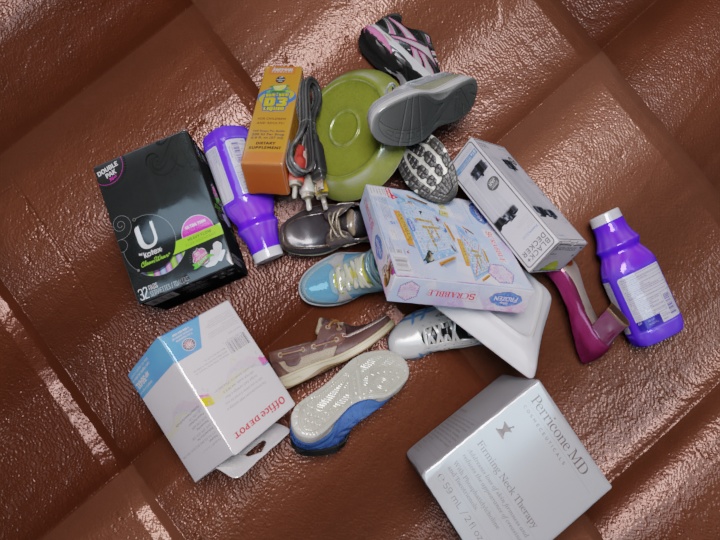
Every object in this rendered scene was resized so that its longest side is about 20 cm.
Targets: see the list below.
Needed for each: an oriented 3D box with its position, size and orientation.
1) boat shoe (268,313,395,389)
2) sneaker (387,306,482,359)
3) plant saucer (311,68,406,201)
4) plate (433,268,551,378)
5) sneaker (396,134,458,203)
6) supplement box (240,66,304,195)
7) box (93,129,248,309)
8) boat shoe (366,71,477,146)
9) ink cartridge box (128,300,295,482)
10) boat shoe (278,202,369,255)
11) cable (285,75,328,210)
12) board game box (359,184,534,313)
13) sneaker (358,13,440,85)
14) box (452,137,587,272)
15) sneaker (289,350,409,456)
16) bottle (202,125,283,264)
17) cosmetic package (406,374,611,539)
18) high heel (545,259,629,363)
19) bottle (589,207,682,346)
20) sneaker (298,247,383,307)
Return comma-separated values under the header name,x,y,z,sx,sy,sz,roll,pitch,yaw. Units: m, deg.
name,x,y,z,sx,sy,sz,roll,pitch,yaw
boat shoe,-0.045,0.103,0.887,0.195,0.072,0.074,-26,86,2
sneaker,0.133,0.085,0.893,0.193,0.073,0.074,-14,85,-2
plant saucer,-0.018,-0.208,0.891,0.194,0.031,0.208,-7,77,31
plate,0.190,0.028,0.857,0.197,0.033,0.201,37,39,1
sneaker,0.084,-0.174,0.895,0.077,0.088,0.201,-46,64,15
supplement box,-0.124,-0.210,0.880,0.064,0.070,0.205,2,55,5
box,-0.270,-0.068,0.869,0.144,0.124,0.206,-21,84,-4
boat shoe,0.080,-0.231,0.828,0.199,0.076,0.064,-30,49,-30
ink cartridge box,-0.197,0.175,0.819,0.125,0.128,0.203,-38,84,39
boat shoe,-0.026,-0.072,0.889,0.194,0.073,0.077,-13,85,-15
cable,-0.085,-0.190,0.856,0.049,0.096,0.207,-21,69,31
board game box,0.109,-0.033,0.808,0.193,0.042,0.203,7,39,-17
sneaker,0.094,-0.329,0.939,0.200,0.080,0.086,46,72,-3
box,0.224,-0.094,0.860,0.060,0.115,0.202,-49,63,29
sneaker,-0.019,0.197,0.871,0.197,0.112,0.077,-31,67,-28
bottle,-0.171,-0.113,0.899,0.064,0.083,0.206,-22,88,31
cosmetic package,0.192,0.274,0.825,0.198,0.166,0.170,-36,86,-6
high heel,0.308,0.043,0.916,0.202,0.066,0.097,53,126,23
bottle,0.411,0.008,0.906,0.081,0.065,0.205,-23,84,-5
sneaker,0.000,0.000,0.868,0.193,0.131,0.082,-16,85,-4
